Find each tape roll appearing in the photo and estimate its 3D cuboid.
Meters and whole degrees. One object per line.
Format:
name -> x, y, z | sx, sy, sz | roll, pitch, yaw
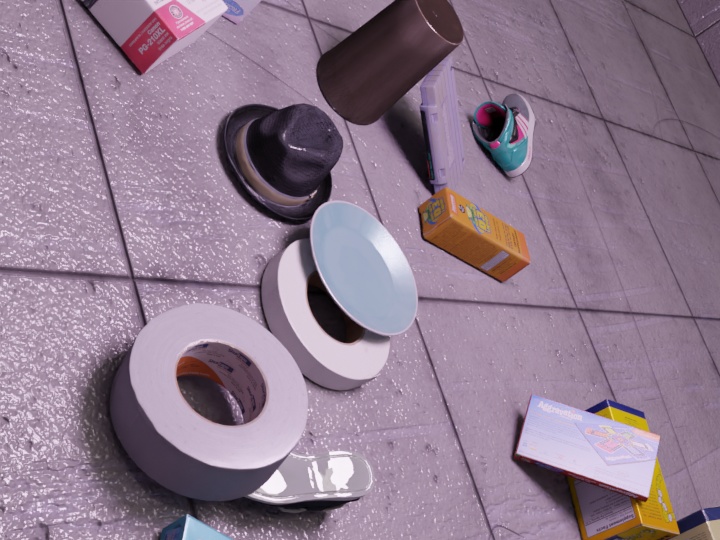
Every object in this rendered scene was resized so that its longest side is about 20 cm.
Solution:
tape roll -> -0.042, 0.056, 1.407 | 0.202, 0.037, 0.205 | 32, 41, -33
tape roll -> -0.155, 0.134, 1.133 | 0.198, 0.066, 0.202 | 21, 43, -20

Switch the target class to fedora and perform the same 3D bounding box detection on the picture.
fedora -> -0.089, -0.167, 1.477 | 0.200, 0.091, 0.202 | 31, 41, -32

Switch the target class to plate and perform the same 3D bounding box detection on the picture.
plate -> 0.000, 0.000, 1.450 | 0.199, 0.025, 0.202 | 32, 40, -32

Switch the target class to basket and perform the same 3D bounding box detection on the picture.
basket -> 0.053, -0.343, 1.701 | 0.137, 0.199, 0.180 | 52, 34, -5

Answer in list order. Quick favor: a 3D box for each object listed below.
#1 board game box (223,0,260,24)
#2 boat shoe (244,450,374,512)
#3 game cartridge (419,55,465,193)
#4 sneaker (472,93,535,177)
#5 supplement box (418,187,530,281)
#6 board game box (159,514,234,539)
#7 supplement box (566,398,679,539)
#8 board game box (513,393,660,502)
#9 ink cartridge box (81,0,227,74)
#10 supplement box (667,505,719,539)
board game box -> -0.186, -0.457, 1.499 | 0.199, 0.198, 0.044 | 25, 43, -38
boat shoe -> -0.081, 0.232, 1.195 | 0.198, 0.060, 0.076 | 15, 53, -27
game cartridge -> 0.133, -0.231, 1.774 | 0.130, 0.038, 0.202 | -56, 142, -50
sneaker -> 0.260, -0.280, 2.018 | 0.121, 0.083, 0.202 | 42, 37, -36
supplement box -> 0.185, -0.056, 1.752 | 0.199, 0.069, 0.067 | 24, 43, -35
board game box -> -0.118, 0.353, 1.063 | 0.199, 0.047, 0.152 | 36, 39, -27
supplement box -> 0.390, 0.318, 1.665 | 0.109, 0.108, 0.202 | 21, 48, -40
board game box -> 0.333, 0.259, 1.598 | 0.197, 0.020, 0.104 | 18, 59, 8
ink cartridge box -> -0.289, -0.376, 1.407 | 0.201, 0.084, 0.145 | 50, 34, -9
supplement box -> 0.600, 0.484, 1.724 | 0.198, 0.134, 0.202 | 0, 61, -30
